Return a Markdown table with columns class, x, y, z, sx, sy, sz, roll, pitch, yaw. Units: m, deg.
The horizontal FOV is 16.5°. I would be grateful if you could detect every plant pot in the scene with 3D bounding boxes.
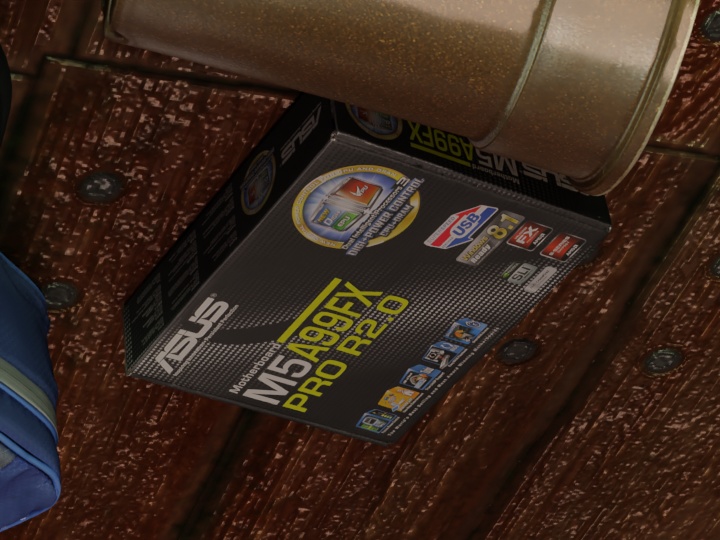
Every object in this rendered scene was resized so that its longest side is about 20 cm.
| class | x | y | z | sx | sy | sz | roll | pitch | yaw |
| --- | --- | --- | --- | --- | --- | --- | --- | --- | --- |
| plant pot | 0.012 | -0.144 | 0.925 | 0.197 | 0.201 | 0.201 | 10 | 139 | -9 |

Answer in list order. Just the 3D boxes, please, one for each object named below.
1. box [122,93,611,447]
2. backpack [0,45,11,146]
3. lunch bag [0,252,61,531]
| class | x | y | z | sx | sy | sz | roll | pitch | yaw |
| --- | --- | --- | --- | --- | --- | --- | --- | --- | --- |
| box | 0.000 | 0.000 | 1.206 | 0.160 | 0.044 | 0.200 | 17 | 135 | -30 |
| backpack | -0.228 | -0.083 | 0.973 | 0.167 | 0.163 | 0.200 | 14 | 146 | 19 |
| lunch bag | -0.248 | 0.075 | 1.181 | 0.199 | 0.133 | 0.136 | -24 | 139 | 17 |
